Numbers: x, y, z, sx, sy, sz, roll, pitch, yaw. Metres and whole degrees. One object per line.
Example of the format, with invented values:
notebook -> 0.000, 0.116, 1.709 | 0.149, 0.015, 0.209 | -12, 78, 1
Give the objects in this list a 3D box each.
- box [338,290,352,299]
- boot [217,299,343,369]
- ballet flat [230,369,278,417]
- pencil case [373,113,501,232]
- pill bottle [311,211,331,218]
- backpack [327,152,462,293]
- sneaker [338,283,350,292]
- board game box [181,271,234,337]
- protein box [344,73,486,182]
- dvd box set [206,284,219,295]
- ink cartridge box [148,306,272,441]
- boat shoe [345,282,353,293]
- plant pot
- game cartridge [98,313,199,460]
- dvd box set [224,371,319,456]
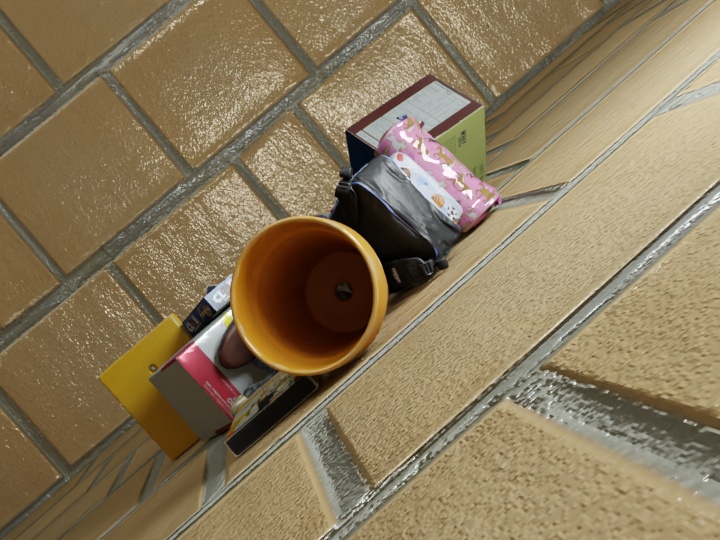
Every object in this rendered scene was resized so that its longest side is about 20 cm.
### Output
box -> 0.000, 0.000, 1.934 | 0.200, 0.075, 0.100 | -43, 4, -5
boot -> -0.116, 0.100, 1.619 | 0.188, 0.069, 0.200 | -37, 24, -15
ballet flat -> -0.135, 0.156, 1.651 | 0.200, 0.057, 0.066 | -44, 5, -35
pencil case -> 0.116, -0.145, 1.604 | 0.087, 0.200, 0.083 | -49, -5, 21
pill bottle -> -0.051, -0.055, 2.021 | 0.199, 0.111, 0.111 | -17, -9, -33
backpack -> 0.041, -0.063, 1.553 | 0.154, 0.200, 0.191 | -42, -2, -38
sneaker -> -0.034, -0.011, 1.823 | 0.199, 0.080, 0.072 | -2, 56, 30
board game box -> -0.212, 0.024, 1.843 | 0.200, 0.035, 0.135 | -43, 0, -34
protein box -> 0.100, -0.191, 1.843 | 0.200, 0.135, 0.199 | -36, -37, -22
dvd box set -> -0.273, 0.139, 2.039 | 0.200, 0.029, 0.147 | 89, -179, -60
ink cartridge box -> -0.217, 0.154, 1.771 | 0.200, 0.145, 0.145 | -44, 5, -34
boat shoe -> 0.067, -0.028, 1.676 | 0.200, 0.072, 0.065 | -34, -6, 21
plant pot -> -0.047, 0.031, 1.424 | 0.200, 0.200, 0.183 | -39, -10, 14
game cartridge -> -0.330, 0.205, 1.873 | 0.176, 0.200, 0.032 | -39, 7, 7
dvd box set -> -0.117, 0.177, 1.481 | 0.146, 0.029, 0.200 | -40, 5, 4
